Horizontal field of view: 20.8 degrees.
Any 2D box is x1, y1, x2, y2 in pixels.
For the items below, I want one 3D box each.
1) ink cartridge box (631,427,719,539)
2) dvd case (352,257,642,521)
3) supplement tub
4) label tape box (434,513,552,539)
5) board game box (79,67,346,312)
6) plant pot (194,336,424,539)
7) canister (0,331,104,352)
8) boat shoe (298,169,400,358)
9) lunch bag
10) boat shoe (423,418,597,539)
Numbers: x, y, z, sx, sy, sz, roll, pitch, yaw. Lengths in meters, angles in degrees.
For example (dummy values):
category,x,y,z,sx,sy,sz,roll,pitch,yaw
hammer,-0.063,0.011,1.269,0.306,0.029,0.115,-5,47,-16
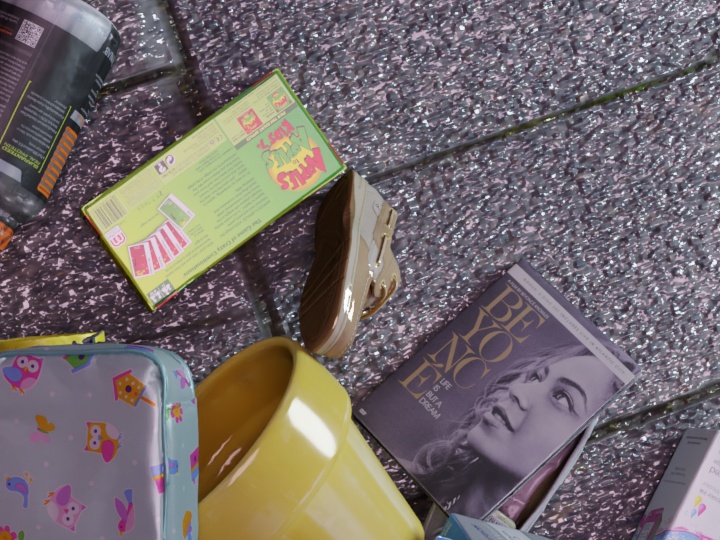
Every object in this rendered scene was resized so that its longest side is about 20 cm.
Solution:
category,x,y,z,sx,sy,sz,roll,pitch,yaw
ink cartridge box,0.302,0.255,1.647,0.144,0.085,0.201,29,83,-7
dvd case,0.112,0.102,1.622,0.200,0.016,0.149,-41,63,-10
supplement tub,-0.282,-0.125,1.549,0.122,0.122,0.202,26,82,-7
label tape box,0.077,0.271,1.550,0.199,0.066,0.144,21,102,-42
board game box,-0.121,-0.066,1.612,0.199,0.048,0.102,-37,93,-10
plant pot,-0.058,0.187,1.545,0.189,0.200,0.201,44,80,-21
canister,-0.246,0.152,1.526,0.086,0.148,0.202,-5,90,-31
boat shoe,0.000,0.000,1.575,0.069,0.074,0.201,30,39,-18
lunch bag,-0.199,0.146,1.409,0.159,0.077,0.202,-1,91,14
boat shoe,0.123,0.182,1.630,0.074,0.065,0.202,44,80,-5
